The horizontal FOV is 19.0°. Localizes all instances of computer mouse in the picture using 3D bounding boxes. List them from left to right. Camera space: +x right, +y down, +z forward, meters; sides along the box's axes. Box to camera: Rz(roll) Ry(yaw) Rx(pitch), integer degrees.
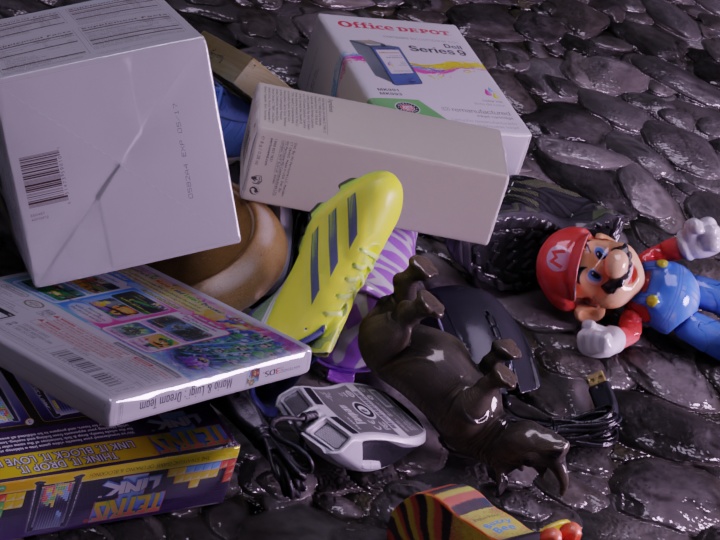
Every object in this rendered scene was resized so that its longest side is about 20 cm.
[{"bbox_3d":[-0.025,0.115,1.493,0.110,0.044,0.200,41,19,30],"label":"computer mouse"},{"bbox_3d":[0.128,0.065,1.681,0.140,0.046,0.200,3,34,-23],"label":"computer mouse"}]

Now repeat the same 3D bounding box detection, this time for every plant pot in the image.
[{"bbox_3d":[-0.155,-0.021,1.625,0.200,0.028,0.200,-1,37,1],"label":"plant pot"}]

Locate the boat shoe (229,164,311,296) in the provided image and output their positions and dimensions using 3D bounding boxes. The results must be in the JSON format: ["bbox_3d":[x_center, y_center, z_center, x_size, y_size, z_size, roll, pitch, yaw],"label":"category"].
[{"bbox_3d":[-0.070,-0.047,1.738,0.068,0.072,0.200,31,28,-31],"label":"boat shoe"}]

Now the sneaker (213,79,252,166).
[{"bbox_3d":[-0.157,-0.142,1.689,0.200,0.077,0.076,19,42,-19],"label":"sneaker"}]

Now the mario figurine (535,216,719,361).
[{"bbox_3d":[0.241,0.016,1.765,0.200,0.106,0.123,17,34,-6],"label":"mario figurine"}]

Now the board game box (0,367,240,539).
[{"bbox_3d":[-0.207,0.098,1.441,0.200,0.057,0.165,-5,40,-35],"label":"board game box"}]

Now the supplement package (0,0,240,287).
[{"bbox_3d":[-0.189,-0.100,1.545,0.151,0.152,0.200,-13,20,-12],"label":"supplement package"}]

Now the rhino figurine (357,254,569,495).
[{"bbox_3d":[0.079,0.089,1.557,0.200,0.087,0.060,46,31,1],"label":"rhino figurine"}]

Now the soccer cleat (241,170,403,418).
[{"bbox_3d":[-0.026,0.020,1.542,0.065,0.200,0.084,30,11,-45],"label":"soccer cleat"}]

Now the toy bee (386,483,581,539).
[{"bbox_3d":[0.105,0.192,1.410,0.200,0.109,0.131,30,31,19],"label":"toy bee"}]

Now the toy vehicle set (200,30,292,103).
[{"bbox_3d":[-0.073,-0.143,1.801,0.124,0.027,0.200,38,0,-20],"label":"toy vehicle set"}]

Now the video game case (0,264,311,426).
[{"bbox_3d":[-0.165,0.042,1.444,0.200,0.024,0.182,24,25,38],"label":"video game case"}]

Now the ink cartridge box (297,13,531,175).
[{"bbox_3d":[0.044,-0.143,1.930,0.145,0.088,0.200,3,32,-23],"label":"ink cartridge box"}]

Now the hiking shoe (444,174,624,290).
[{"bbox_3d":[0.129,-0.037,1.833,0.200,0.076,0.101,-1,28,-45],"label":"hiking shoe"}]

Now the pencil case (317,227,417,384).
[{"bbox_3d":[0.000,0.000,1.679,0.084,0.086,0.200,23,29,-7],"label":"pencil case"}]

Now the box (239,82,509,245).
[{"bbox_3d":[0.009,-0.083,1.668,0.200,0.068,0.082,12,31,-8],"label":"box"}]
